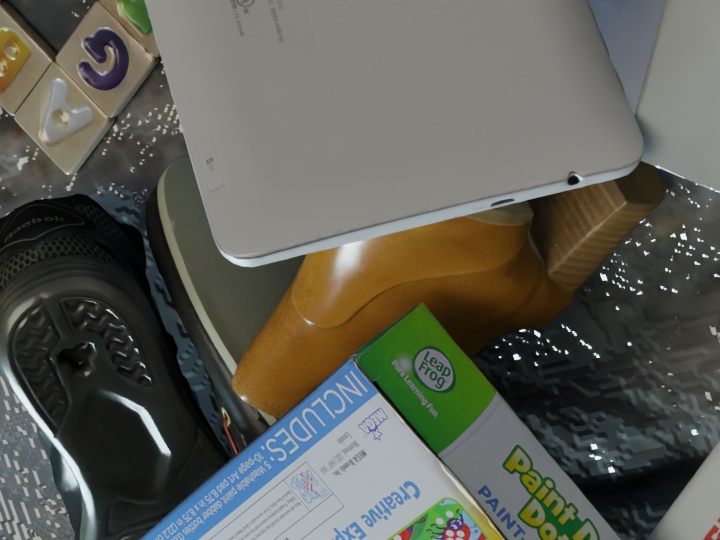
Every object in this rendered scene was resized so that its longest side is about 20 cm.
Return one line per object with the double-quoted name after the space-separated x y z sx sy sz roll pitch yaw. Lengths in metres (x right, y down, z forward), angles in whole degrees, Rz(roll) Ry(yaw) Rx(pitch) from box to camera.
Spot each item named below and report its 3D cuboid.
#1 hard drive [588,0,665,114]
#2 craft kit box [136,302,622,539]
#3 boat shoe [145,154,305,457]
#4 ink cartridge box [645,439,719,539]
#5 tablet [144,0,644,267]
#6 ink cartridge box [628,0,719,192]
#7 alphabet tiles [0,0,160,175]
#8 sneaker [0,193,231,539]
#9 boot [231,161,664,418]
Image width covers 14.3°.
0.085 -0.156 0.966 0.132 0.026 0.200 19 114 23 "hard drive"
0.023 0.136 0.993 0.198 0.049 0.200 52 139 3 "craft kit box"
-0.026 0.052 1.066 0.063 0.074 0.201 -36 85 44 "boat shoe"
0.186 0.139 0.970 0.200 0.083 0.147 39 120 14 "ink cartridge box"
-0.002 -0.095 0.883 0.014 0.130 0.200 87 168 -57 "tablet"
0.190 -0.112 0.850 0.145 0.145 0.200 24 117 21 "ink cartridge box"
-0.137 -0.162 1.101 0.200 0.008 0.167 45 122 9 "alphabet tiles"
-0.094 0.049 1.110 0.076 0.114 0.199 -21 128 2 "sneaker"
0.000 0.000 0.966 0.144 0.201 0.071 -42 58 28 "boot"
